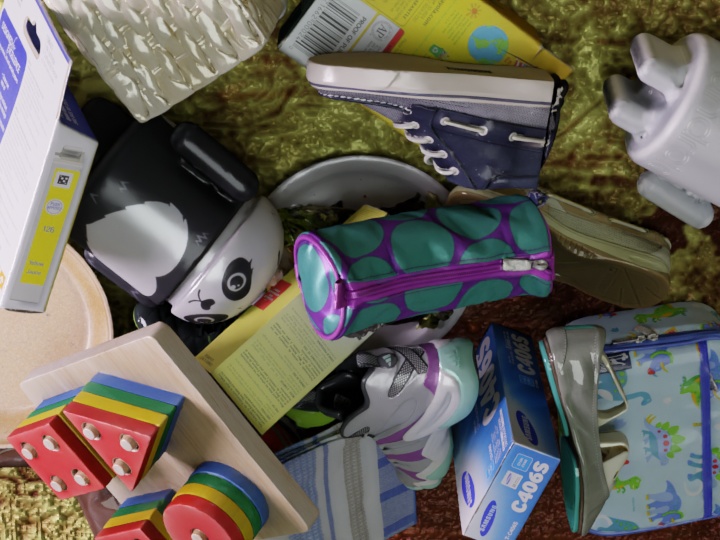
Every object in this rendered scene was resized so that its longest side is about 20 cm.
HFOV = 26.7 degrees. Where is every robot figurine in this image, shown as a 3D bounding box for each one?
[{"bbox_3d":[-0.156,-0.045,1.194,0.200,0.150,0.125,38,80,-8],"label":"robot figurine"},{"bbox_3d":[0.289,-0.110,1.193,0.199,0.113,0.170,25,122,-13],"label":"robot figurine"}]

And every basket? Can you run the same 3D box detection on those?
[{"bbox_3d":[-0.160,-0.227,1.117,0.135,0.123,0.200,-30,113,13],"label":"basket"}]

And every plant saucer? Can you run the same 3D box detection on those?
[{"bbox_3d":[-0.303,0.048,1.275,0.199,0.035,0.201,1,102,3],"label":"plant saucer"}]

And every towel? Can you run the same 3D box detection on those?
[{"bbox_3d":[-0.032,0.207,1.325,0.200,0.024,0.147,-23,122,-30],"label":"towel"}]

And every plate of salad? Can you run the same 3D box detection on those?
[{"bbox_3d":[0.000,0.000,1.273,0.199,0.048,0.201,-1,115,-2],"label":"plate of salad"}]

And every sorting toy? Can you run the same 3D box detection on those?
[{"bbox_3d":[-0.167,0.156,1.189,0.198,0.070,0.200,-20,114,46],"label":"sorting toy"}]

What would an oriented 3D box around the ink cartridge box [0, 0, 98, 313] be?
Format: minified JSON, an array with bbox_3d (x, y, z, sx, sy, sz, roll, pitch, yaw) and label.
[{"bbox_3d":[-0.248,-0.105,1.135,0.047,0.198,0.200,10,117,-31],"label":"ink cartridge box"}]

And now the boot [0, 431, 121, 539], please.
[{"bbox_3d":[-0.258,0.209,1.361,0.186,0.064,0.200,-20,119,10],"label":"boot"}]

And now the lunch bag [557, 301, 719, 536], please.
[{"bbox_3d":[0.255,0.130,1.326,0.160,0.083,0.201,-7,117,-2],"label":"lunch bag"}]

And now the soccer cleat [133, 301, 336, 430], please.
[{"bbox_3d":[-0.094,0.064,1.282,0.200,0.068,0.081,29,129,-15],"label":"soccer cleat"}]

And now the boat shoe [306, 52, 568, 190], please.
[{"bbox_3d":[0.055,-0.110,1.149,0.199,0.075,0.093,5,108,-5],"label":"boat shoe"}]

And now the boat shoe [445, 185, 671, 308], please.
[{"bbox_3d":[0.166,-0.033,1.260,0.200,0.063,0.073,19,141,-6],"label":"boat shoe"}]

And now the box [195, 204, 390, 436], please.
[{"bbox_3d":[-0.041,0.041,1.196,0.200,0.050,0.075,-43,115,-10],"label":"box"}]

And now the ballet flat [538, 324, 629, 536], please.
[{"bbox_3d":[0.191,0.133,1.244,0.063,0.067,0.201,-12,117,1],"label":"ballet flat"}]

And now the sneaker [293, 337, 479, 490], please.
[{"bbox_3d":[0.011,0.119,1.260,0.139,0.078,0.200,1,141,-10],"label":"sneaker"}]

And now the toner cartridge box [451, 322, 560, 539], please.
[{"bbox_3d":[0.115,0.133,1.255,0.043,0.200,0.095,20,113,-10],"label":"toner cartridge box"}]

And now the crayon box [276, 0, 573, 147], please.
[{"bbox_3d":[0.051,-0.173,1.190,0.200,0.051,0.127,34,110,-16],"label":"crayon box"}]

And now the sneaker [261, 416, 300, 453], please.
[{"bbox_3d":[-0.128,0.126,1.308,0.200,0.085,0.077,34,109,-17],"label":"sneaker"}]

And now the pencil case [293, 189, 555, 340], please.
[{"bbox_3d":[0.052,-0.005,1.151,0.199,0.092,0.085,-11,109,-23],"label":"pencil case"}]
